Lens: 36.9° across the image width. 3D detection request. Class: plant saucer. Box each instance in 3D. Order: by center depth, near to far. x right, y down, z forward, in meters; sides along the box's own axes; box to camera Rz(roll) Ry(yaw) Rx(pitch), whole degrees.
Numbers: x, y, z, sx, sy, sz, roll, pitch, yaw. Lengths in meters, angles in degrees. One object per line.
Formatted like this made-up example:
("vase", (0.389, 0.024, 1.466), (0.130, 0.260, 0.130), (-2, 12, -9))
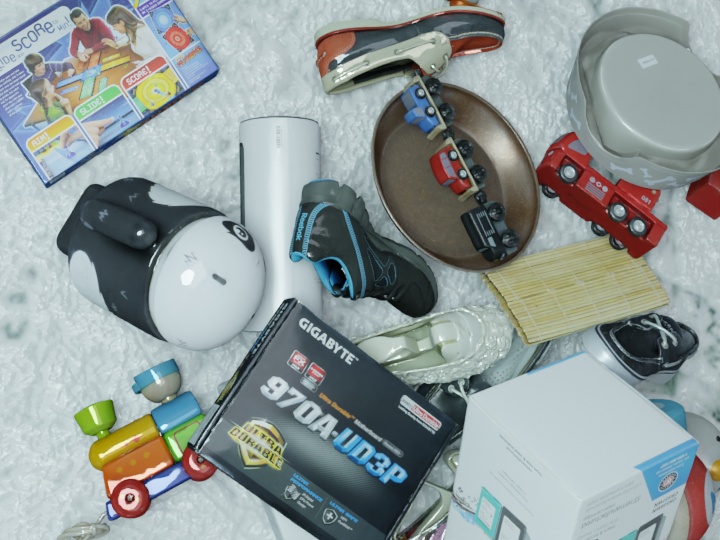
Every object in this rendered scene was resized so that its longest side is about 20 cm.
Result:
("plant saucer", (0.090, -0.089, 1.074), (0.198, 0.037, 0.203), (11, 66, -25))

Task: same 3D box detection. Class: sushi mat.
("sushi mat", (0.220, 0.016, 1.092), (0.198, 0.012, 0.096), (-12, 58, -30))

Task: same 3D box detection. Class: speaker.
("speaker", (-0.075, -0.040, 1.029), (0.080, 0.081, 0.203), (-1, 88, -14))

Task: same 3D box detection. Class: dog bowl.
("dog bowl", (0.303, -0.174, 1.117), (0.197, 0.059, 0.203), (7, 62, -14))

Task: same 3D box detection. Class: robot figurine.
("robot figurine", (-0.175, -0.010, 0.955), (0.150, 0.198, 0.127), (-22, 128, -50))

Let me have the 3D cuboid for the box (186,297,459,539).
("box", (-0.032, 0.147, 0.969), (0.199, 0.046, 0.160), (39, 76, -14))

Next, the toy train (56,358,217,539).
("toy train", (-0.229, 0.172, 0.982), (0.198, 0.085, 0.117), (-27, 83, -14))

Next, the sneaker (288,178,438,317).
("sneaker", (0.000, 0.000, 1.020), (0.200, 0.073, 0.083), (40, 59, -38))

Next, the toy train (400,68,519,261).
("toy train", (0.090, -0.100, 1.039), (0.045, 0.034, 0.202), (-24, 85, -22))

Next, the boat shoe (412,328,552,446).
("boat shoe", (0.115, 0.108, 1.080), (0.076, 0.060, 0.200), (43, 78, -8))

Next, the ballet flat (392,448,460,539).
("ballet flat", (0.091, 0.225, 1.066), (0.200, 0.069, 0.071), (-45, 94, -8))

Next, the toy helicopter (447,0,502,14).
("toy helicopter", (0.075, -0.317, 1.102), (0.197, 0.079, 0.134), (-12, 98, -4))

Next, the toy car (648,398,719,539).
("toy car", (0.318, 0.199, 1.081), (0.198, 0.176, 0.187), (-13, 100, -27))

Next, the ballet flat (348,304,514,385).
("ballet flat", (0.056, 0.076, 1.037), (0.197, 0.072, 0.073), (-16, 90, 1))

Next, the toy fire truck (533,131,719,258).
("toy fire truck", (0.293, -0.094, 1.138), (0.199, 0.049, 0.142), (37, 66, -1))

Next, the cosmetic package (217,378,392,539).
("cosmetic package", (-0.054, 0.183, 1.026), (0.101, 0.074, 0.202), (-23, 91, -14))

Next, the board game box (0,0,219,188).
("board game box", (-0.251, -0.190, 1.017), (0.199, 0.034, 0.136), (-35, 95, -14))

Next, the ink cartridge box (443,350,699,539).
("ink cartridge box", (0.180, 0.210, 0.966), (0.145, 0.146, 0.202), (-16, 129, -31))

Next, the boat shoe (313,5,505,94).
("boat shoe", (0.052, -0.217, 1.076), (0.197, 0.071, 0.063), (-8, 73, -9))

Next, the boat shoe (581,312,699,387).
("boat shoe", (0.284, 0.073, 1.066), (0.068, 0.199, 0.072), (-44, 60, 23))
